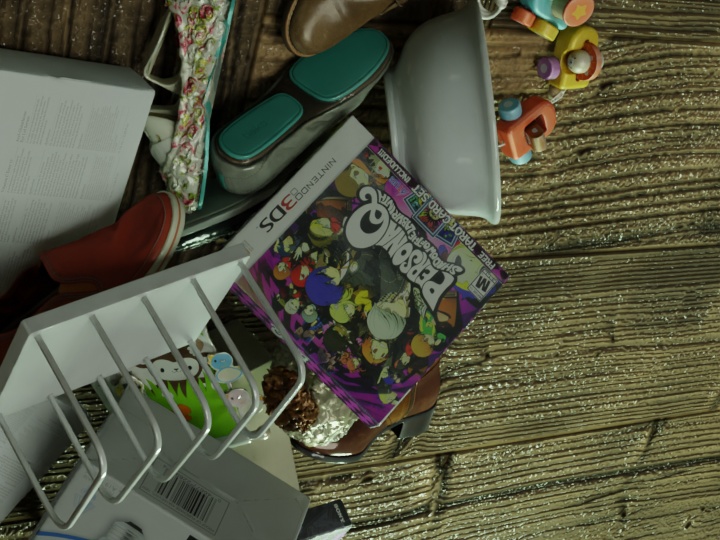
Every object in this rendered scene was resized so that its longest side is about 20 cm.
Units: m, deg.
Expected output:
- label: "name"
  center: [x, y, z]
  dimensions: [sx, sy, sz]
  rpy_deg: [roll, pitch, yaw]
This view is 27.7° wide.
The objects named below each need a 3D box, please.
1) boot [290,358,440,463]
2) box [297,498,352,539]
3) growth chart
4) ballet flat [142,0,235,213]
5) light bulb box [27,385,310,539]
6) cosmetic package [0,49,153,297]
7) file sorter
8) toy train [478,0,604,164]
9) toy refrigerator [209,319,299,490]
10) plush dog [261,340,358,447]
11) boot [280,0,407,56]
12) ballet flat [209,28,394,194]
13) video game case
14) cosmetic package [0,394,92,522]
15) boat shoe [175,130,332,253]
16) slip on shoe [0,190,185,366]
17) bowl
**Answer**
- label: "boot"
  center: [0.020, 0.088, 1.470]
  dimensions: [0.188, 0.068, 0.201]
  rpy_deg: [-8, 122, -33]
- label: "box"
  center: [-0.106, 0.299, 1.477]
  dimensions: [0.143, 0.036, 0.200]
  rpy_deg: [-12, 156, -31]
- label: "growth chart"
  center: [-0.176, 0.098, 1.296]
  dimensions: [0.144, 0.018, 0.200]
  rpy_deg: [-22, 122, 14]
- label: "ballet flat"
  center: [-0.148, -0.145, 1.193]
  dimensions: [0.064, 0.076, 0.201]
  rpy_deg: [5, 110, -16]
- label: "light bulb box"
  center: [-0.184, 0.248, 1.289]
  dimensions: [0.198, 0.125, 0.200]
  rpy_deg: [32, 119, -4]
- label: "cosmetic package"
  center: [-0.264, -0.069, 1.149]
  dimensions: [0.150, 0.052, 0.201]
  rpy_deg: [3, 117, -41]
- label: "file sorter"
  center: [-0.162, 0.091, 1.128]
  dimensions: [0.200, 0.125, 0.139]
  rpy_deg: [-22, 161, -38]
- label: "toy train"
  center: [0.176, -0.197, 1.394]
  dimensions: [0.150, 0.056, 0.200]
  rpy_deg: [-34, 134, -22]
- label: "toy refrigerator"
  center: [-0.110, 0.152, 1.409]
  dimensions: [0.070, 0.076, 0.201]
  rpy_deg: [-26, 131, -21]
- label: "plush dog"
  center: [-0.023, 0.075, 1.314]
  dimensions: [0.200, 0.160, 0.172]
  rpy_deg: [31, 75, -70]
- label: "boot"
  center: [0.019, -0.248, 1.234]
  dimensions: [0.200, 0.075, 0.074]
  rpy_deg: [-42, 135, -7]
- label: "ballet flat"
  center: [-0.051, -0.137, 1.264]
  dimensions: [0.200, 0.067, 0.064]
  rpy_deg: [-40, 156, -23]
- label: "video game case"
  center: [0.000, 0.000, 1.243]
  dimensions: [0.200, 0.036, 0.181]
  rpy_deg: [46, 72, -6]
- label: "cosmetic package"
  center: [-0.348, 0.131, 1.232]
  dimensions: [0.151, 0.052, 0.200]
  rpy_deg: [-49, 135, -1]
- label: "boat shoe"
  center: [-0.096, -0.055, 1.280]
  dimensions: [0.199, 0.076, 0.061]
  rpy_deg: [-26, 126, -20]
- label: "slip on shoe"
  center: [-0.220, 0.005, 1.141]
  dimensions: [0.200, 0.074, 0.061]
  rpy_deg: [-38, 133, -3]
- label: "bowl"
  center: [0.069, -0.136, 1.296]
  dimensions: [0.090, 0.201, 0.202]
  rpy_deg: [-5, 127, 2]
